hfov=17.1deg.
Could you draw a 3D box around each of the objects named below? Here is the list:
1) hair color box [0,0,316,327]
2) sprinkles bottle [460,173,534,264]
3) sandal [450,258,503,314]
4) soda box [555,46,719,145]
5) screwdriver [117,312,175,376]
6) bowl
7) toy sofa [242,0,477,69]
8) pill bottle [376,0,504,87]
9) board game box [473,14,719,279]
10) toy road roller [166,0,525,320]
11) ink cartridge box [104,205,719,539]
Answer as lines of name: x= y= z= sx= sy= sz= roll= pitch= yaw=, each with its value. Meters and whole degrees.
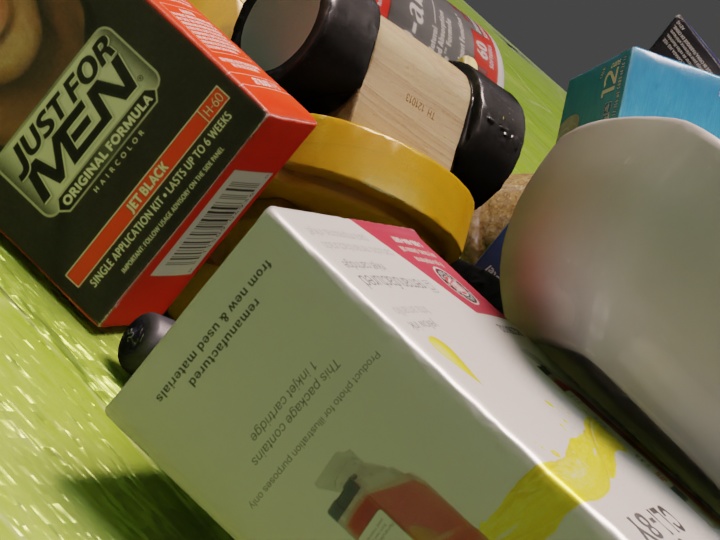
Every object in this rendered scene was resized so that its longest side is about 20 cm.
hair color box: x=-0.123 y=-0.083 z=0.866 sx=0.200 sy=0.102 sz=0.061 roll=42 pitch=11 yaw=13
sprinkles bottle: x=0.147 y=-0.014 z=1.093 sx=0.198 sy=0.069 sz=0.068 roll=-1 pitch=-7 yaw=25
sandal: x=-0.001 y=0.000 z=1.027 sx=0.200 sy=0.075 sz=0.048 roll=40 pitch=-7 yaw=47
soda box: x=0.103 y=0.021 z=0.939 sx=0.067 sy=0.202 sz=0.064 roll=17 pitch=-14 yaw=-16
screwdriver: x=-0.009 y=0.069 z=0.863 sx=0.200 sy=0.028 sz=0.029 roll=36 pitch=-17 yaw=-35
bowl: x=0.128 y=0.043 z=0.813 sx=0.200 sy=0.075 sz=0.200 roll=46 pitch=-5 yaw=-7
toy sofa: x=-0.047 y=-0.085 z=1.143 sx=0.199 sy=0.098 sz=0.083 roll=26 pitch=46 yaw=-25
pill bottle: x=-0.018 y=-0.133 z=1.372 sx=0.199 sy=0.116 sz=0.116 roll=31 pitch=15 yaw=-40
board game box: x=0.120 y=0.032 z=1.015 sx=0.201 sy=0.199 sz=0.062 roll=57 pitch=12 yaw=29
toy road roller: x=-0.044 y=-0.028 z=0.955 sx=0.199 sy=0.147 sz=0.123 roll=-3 pitch=-26 yaw=46
ink cartridge box: x=0.041 y=0.078 z=0.728 sx=0.200 sy=0.084 sz=0.145 roll=43 pitch=11 yaw=15
